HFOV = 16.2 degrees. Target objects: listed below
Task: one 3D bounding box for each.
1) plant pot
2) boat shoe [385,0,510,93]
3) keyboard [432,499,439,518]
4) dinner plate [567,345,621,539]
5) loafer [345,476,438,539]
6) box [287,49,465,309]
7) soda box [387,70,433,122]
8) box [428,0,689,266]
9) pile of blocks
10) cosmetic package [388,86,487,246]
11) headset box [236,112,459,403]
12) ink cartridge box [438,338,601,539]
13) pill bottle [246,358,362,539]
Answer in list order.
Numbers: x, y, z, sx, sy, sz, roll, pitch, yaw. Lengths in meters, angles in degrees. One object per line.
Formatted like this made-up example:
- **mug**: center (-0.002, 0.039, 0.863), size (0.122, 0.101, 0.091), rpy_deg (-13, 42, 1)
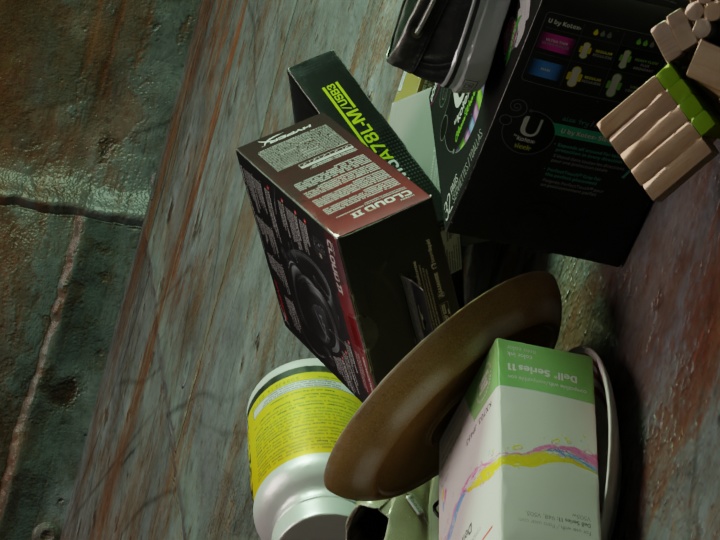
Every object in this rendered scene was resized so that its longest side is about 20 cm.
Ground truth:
- **plant pot**: center (0.060, 0.081, 1.616), size (0.027, 0.200, 0.200), rpy_deg (46, 139, 19)
- **boat shoe**: center (0.063, -0.210, 1.522), size (0.072, 0.071, 0.201), rpy_deg (173, 110, -76)
- **keyboard**: center (0.076, 0.137, 1.703), size (0.200, 0.039, 0.104), rpy_deg (-76, 4, -51)
- **dinner plate**: center (0.129, 0.148, 1.577), size (0.200, 0.024, 0.201), rpy_deg (-167, 90, -77)
- **loafer**: center (0.024, 0.177, 1.877), size (0.076, 0.068, 0.201), rpy_deg (119, 153, -44)
- **box**: center (0.014, -0.028, 1.844), size (0.193, 0.047, 0.200), rpy_deg (52, 160, 35)
- **soda box**: center (0.043, -0.061, 2.003), size (0.064, 0.067, 0.201), rpy_deg (-152, 80, -75)
- **box**: center (0.134, -0.131, 1.587), size (0.149, 0.124, 0.201), rpy_deg (-95, 20, -50)
- **pile of blocks**: center (0.212, -0.133, 1.429), size (0.062, 0.082, 0.201), rpy_deg (1, -63, -59)
- **cosmetic package**: center (0.078, -0.079, 1.870), size (0.200, 0.090, 0.107), rpy_deg (168, 111, -73)
- **headset box**: center (0.000, 0.000, 1.705), size (0.200, 0.077, 0.149), rpy_deg (39, 149, 57)
- **ink cartridge box**: center (0.093, 0.156, 1.515), size (0.117, 0.067, 0.201), rpy_deg (115, 163, -46)
- **pill bottle**: center (-0.035, 0.171, 2.067), size (0.200, 0.112, 0.113), rpy_deg (-98, 24, -57)
